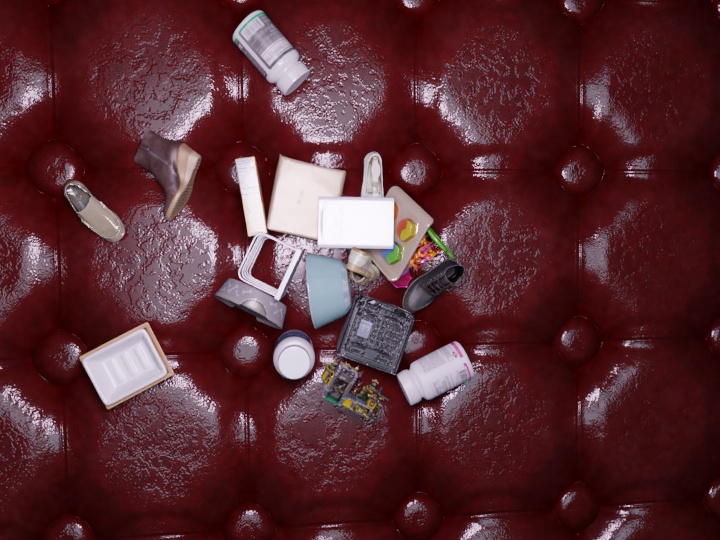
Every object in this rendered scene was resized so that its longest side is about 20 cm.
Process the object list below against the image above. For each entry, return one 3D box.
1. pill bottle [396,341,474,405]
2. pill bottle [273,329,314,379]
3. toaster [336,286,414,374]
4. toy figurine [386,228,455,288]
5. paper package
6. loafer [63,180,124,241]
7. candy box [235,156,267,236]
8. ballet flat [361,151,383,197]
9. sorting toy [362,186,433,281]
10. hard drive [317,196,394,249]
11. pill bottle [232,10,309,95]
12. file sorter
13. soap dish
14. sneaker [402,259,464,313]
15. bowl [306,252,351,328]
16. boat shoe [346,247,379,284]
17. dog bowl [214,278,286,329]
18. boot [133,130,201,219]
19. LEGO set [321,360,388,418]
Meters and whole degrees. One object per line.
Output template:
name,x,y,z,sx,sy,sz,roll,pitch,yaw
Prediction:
pill bottle,0.209,0.292,1.673,0.198,0.113,0.115,-25,95,-5
pill bottle,-0.177,0.226,1.580,0.109,0.200,0.113,0,92,-7
toaster,0.040,0.164,1.644,0.179,0.119,0.203,19,90,-8
toy figurine,0.146,-0.026,1.628,0.184,0.200,0.150,-42,89,9
paper package,-0.149,-0.190,1.614,0.188,0.103,0.203,12,90,-7
loafer,-0.710,-0.154,1.565,0.200,0.068,0.076,45,87,-7
candy box,-0.289,-0.194,1.590,0.054,0.115,0.203,-10,94,-7
ballet flat,0.037,-0.231,1.653,0.068,0.069,0.203,-1,93,-7
sorting toy,0.087,-0.102,1.593,0.036,0.185,0.201,12,118,-44
hard drive,-0.012,-0.125,1.557,0.197,0.025,0.134,1,91,0
pill bottle,-0.235,-0.576,1.581,0.113,0.113,0.200,-42,97,-3
file sorter,-0.233,-0.016,1.566,0.123,0.200,0.140,26,89,-3
soap dish,-0.620,0.252,1.588,0.198,0.081,0.159,-27,96,-5
sneaker,0.201,0.043,1.664,0.200,0.106,0.075,-44,97,-3
bowl,-0.081,0.048,1.577,0.103,0.201,0.204,-7,93,2
boat shoe,0.000,0.000,1.598,0.073,0.200,0.067,26,79,22
dog bowl,-0.284,0.086,1.569,0.198,0.200,0.059,27,76,-7
boot,-0.533,-0.257,1.595,0.165,0.072,0.202,23,91,5
LEGO set,-0.013,0.303,1.628,0.198,0.154,0.117,31,106,0
